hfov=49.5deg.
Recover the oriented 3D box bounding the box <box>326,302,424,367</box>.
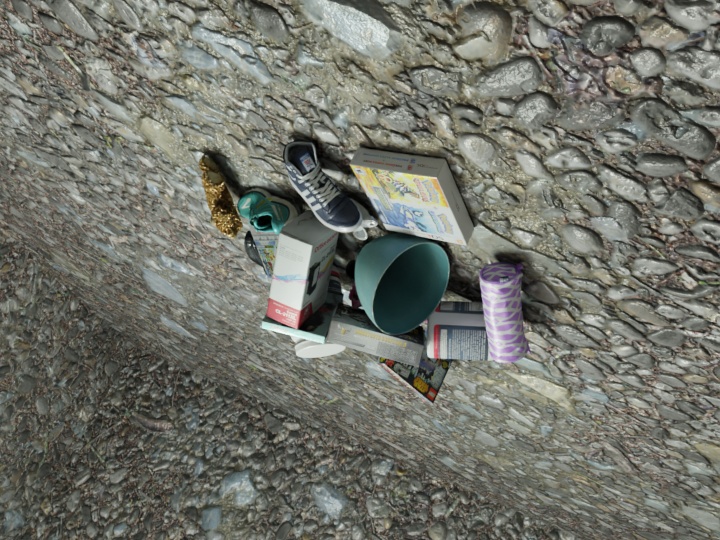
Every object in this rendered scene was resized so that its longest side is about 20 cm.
[{"bbox_3d":[0.034,0.131,1.629,0.196,0.049,0.158,16,-170,1],"label":"box"}]

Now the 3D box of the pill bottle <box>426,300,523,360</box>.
[{"bbox_3d":[0.239,0.127,1.638,0.195,0.122,0.120,2,153,9],"label":"pill bottle"}]

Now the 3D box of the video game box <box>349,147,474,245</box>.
[{"bbox_3d":[0.095,-0.131,1.398,0.179,0.047,0.201,11,152,32],"label":"video game box"}]

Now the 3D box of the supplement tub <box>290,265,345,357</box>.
[{"bbox_3d":[-0.107,0.095,1.880,0.137,0.205,0.141,-8,162,-3],"label":"supplement tub"}]

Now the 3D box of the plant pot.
[{"bbox_3d":[0.063,0.007,1.573,0.134,0.200,0.201,37,169,42],"label":"plant pot"}]

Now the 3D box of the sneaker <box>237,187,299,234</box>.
[{"bbox_3d":[-0.214,-0.125,1.700,0.198,0.079,0.079,17,134,47],"label":"sneaker"}]

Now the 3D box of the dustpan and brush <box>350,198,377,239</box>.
[{"bbox_3d":[-0.016,-0.104,1.544,0.139,0.058,0.198,39,156,-25],"label":"dustpan and brush"}]

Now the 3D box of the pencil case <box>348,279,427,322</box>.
[{"bbox_3d":[0.074,0.059,1.706,0.196,0.088,0.083,13,-153,-24],"label":"pencil case"}]

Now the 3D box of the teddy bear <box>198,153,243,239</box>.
[{"bbox_3d":[-0.320,-0.159,1.729,0.147,0.066,0.201,61,170,24],"label":"teddy bear"}]

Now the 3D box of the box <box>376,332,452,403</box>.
[{"bbox_3d":[0.143,0.230,2.001,0.199,0.139,0.040,40,157,-30],"label":"box"}]

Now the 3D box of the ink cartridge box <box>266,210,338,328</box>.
[{"bbox_3d":[-0.121,-0.004,1.653,0.081,0.146,0.204,21,119,15],"label":"ink cartridge box"}]

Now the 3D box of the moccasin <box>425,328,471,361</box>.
[{"bbox_3d":[0.206,0.137,1.813,0.198,0.069,0.080,35,158,-11],"label":"moccasin"}]

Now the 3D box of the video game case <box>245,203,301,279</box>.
[{"bbox_3d":[-0.179,-0.062,1.796,0.198,0.022,0.186,2,117,48],"label":"video game case"}]

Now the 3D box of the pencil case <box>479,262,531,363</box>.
[{"bbox_3d":[0.279,0.079,1.504,0.084,0.084,0.204,-13,119,-3],"label":"pencil case"}]

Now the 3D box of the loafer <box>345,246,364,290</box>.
[{"bbox_3d":[0.000,0.000,1.750,0.069,0.070,0.201,7,153,-8],"label":"loafer"}]

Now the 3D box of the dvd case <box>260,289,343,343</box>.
[{"bbox_3d":[-0.124,0.087,1.728,0.143,0.201,0.022,14,116,6],"label":"dvd case"}]

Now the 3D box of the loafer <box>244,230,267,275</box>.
[{"bbox_3d":[-0.225,-0.036,1.947,0.069,0.069,0.201,0,150,23],"label":"loafer"}]

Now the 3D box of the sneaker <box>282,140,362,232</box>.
[{"bbox_3d":[-0.075,-0.160,1.447,0.200,0.070,0.109,45,164,26],"label":"sneaker"}]
